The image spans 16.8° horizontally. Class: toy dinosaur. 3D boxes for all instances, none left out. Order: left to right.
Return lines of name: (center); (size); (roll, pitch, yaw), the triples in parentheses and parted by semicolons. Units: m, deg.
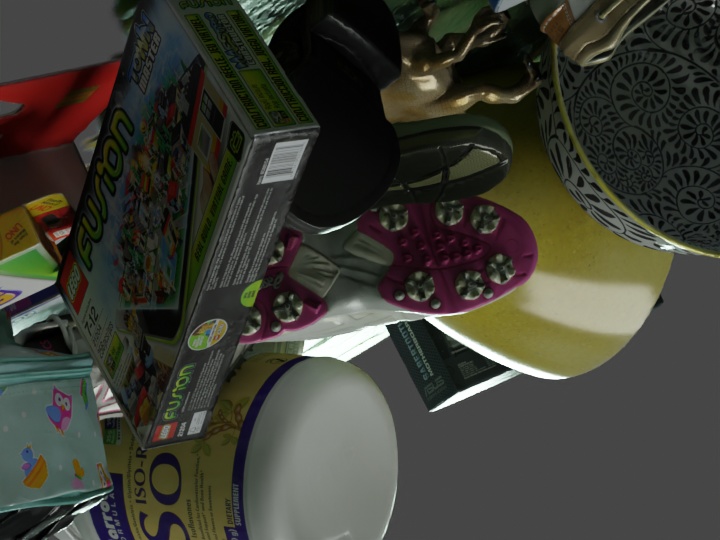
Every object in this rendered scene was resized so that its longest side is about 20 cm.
toy dinosaur: (0.045, -0.104, 1.347); (0.101, 0.058, 0.200); (-29, 144, 10)

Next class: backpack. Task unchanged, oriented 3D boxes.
backpack: (-0.237, 0.085, 1.300); (0.198, 0.155, 0.176); (-3, 177, 22)

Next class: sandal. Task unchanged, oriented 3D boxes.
sandal: (-0.014, -0.067, 1.307); (0.199, 0.058, 0.080); (-4, 158, 17)

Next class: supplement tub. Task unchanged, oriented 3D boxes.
supplement tub: (-0.093, 0.120, 1.514); (0.199, 0.147, 0.145); (3, -172, 34)

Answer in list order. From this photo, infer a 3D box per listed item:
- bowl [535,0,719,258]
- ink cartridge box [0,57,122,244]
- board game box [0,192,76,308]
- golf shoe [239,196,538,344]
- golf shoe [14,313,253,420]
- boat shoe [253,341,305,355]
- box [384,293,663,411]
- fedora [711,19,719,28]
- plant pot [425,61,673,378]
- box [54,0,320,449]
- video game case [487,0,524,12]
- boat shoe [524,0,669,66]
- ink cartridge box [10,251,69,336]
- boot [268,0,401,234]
bowl: (0.172, -0.087, 1.406); (0.200, 0.202, 0.094); (-20, 172, -33)
ink cartridge box: (-0.206, -0.029, 1.157); (0.199, 0.045, 0.176); (-18, 168, -45)
board game box: (-0.224, 0.020, 1.167); (0.199, 0.030, 0.096); (-28, 171, -3)
golf shoe: (0.000, 0.000, 1.387); (0.198, 0.076, 0.092); (-7, 172, -8)
golf shoe: (-0.148, 0.053, 1.425); (0.199, 0.078, 0.088); (-28, 160, 4)
boat shoe: (-0.079, 0.025, 1.631); (0.068, 0.073, 0.200); (9, -164, -10)
box: (0.100, -0.007, 1.739); (0.199, 0.159, 0.051); (-22, 170, -32)
fedora: (0.262, -0.147, 1.531); (0.176, 0.091, 0.200); (22, 143, -32)
plant pot: (0.078, -0.042, 1.498); (0.141, 0.201, 0.200); (11, 148, -38)
box: (-0.083, -0.026, 1.100); (0.035, 0.110, 0.201); (-10, 140, -31)
video game case: (0.153, -0.209, 1.168); (0.180, 0.046, 0.200); (-25, 170, -16)
boat shoe: (0.183, -0.180, 1.319); (0.199, 0.069, 0.075); (-30, 168, -1)
ink cartridge box: (-0.136, -0.004, 1.481); (0.195, 0.044, 0.200); (-26, 168, 2)
boot: (-0.062, -0.047, 1.181); (0.174, 0.069, 0.201); (-35, -158, 29)
